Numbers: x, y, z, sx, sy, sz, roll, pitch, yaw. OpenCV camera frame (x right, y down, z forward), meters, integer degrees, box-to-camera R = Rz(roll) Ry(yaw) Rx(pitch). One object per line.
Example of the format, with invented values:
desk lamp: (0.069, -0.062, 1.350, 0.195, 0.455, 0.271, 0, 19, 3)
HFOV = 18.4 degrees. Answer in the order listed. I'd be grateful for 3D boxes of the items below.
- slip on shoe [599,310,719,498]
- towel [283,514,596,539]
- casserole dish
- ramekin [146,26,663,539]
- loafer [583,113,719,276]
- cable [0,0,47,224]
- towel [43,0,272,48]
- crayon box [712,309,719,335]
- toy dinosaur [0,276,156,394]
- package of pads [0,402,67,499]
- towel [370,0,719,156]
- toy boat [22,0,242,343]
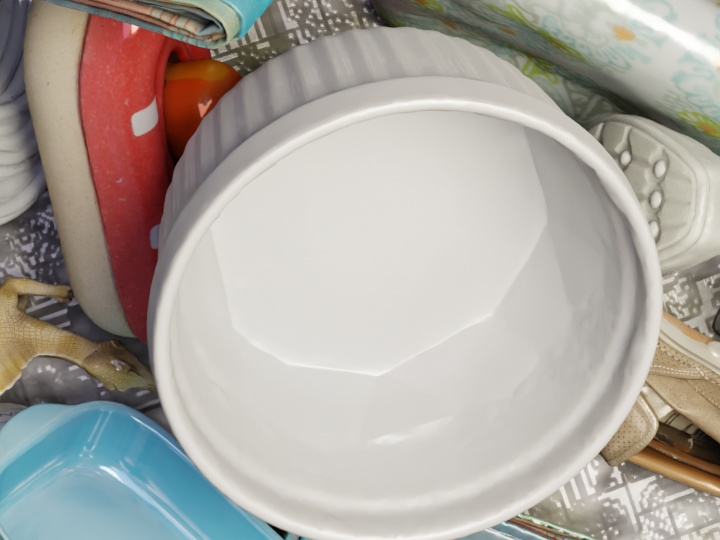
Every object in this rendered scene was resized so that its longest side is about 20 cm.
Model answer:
slip on shoe: (0.118, 0.056, 1.006, 0.199, 0.076, 0.061, 23, 55, -26)
towel: (0.016, 0.192, 1.008, 0.146, 0.022, 0.201, 20, 105, -5)
casserole dish: (-0.081, 0.139, 0.935, 0.200, 0.121, 0.039, 42, 124, 8)
ramekin: (0.011, 0.000, 0.882, 0.199, 0.105, 0.201, -5, 120, -8)
loafer: (0.118, -0.030, 0.965, 0.069, 0.200, 0.070, 8, 93, -18)
cable: (-0.175, -0.119, 0.935, 0.069, 0.200, 0.202, 3, 93, 17)
towel: (-0.072, -0.157, 0.882, 0.146, 0.200, 0.022, 14, 131, 18)
crayon box: (0.225, -0.019, 0.975, 0.051, 0.200, 0.128, 23, 88, -5)
toy dinosaur: (-0.190, 0.031, 0.974, 0.199, 0.101, 0.059, -8, 124, -12)
package of pads: (-0.225, 0.142, 0.994, 0.198, 0.068, 0.156, -4, 92, -7)
towel: (0.094, -0.100, 0.957, 0.170, 0.200, 0.048, 25, 86, -9)
toy boat: (-0.064, -0.070, 0.947, 0.130, 0.131, 0.201, -2, 123, 10)
